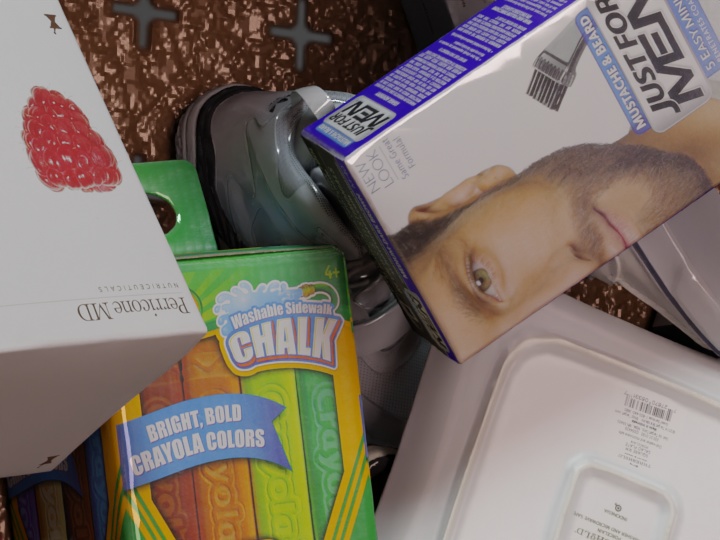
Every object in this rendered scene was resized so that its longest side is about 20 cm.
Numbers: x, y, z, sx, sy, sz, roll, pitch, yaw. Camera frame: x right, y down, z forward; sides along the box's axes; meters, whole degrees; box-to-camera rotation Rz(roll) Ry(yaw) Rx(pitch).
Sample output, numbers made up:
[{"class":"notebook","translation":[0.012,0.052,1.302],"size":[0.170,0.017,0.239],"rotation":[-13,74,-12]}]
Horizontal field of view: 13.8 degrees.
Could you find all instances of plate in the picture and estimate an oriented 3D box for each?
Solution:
[{"class":"plate","translation":[0.107,0.116,1.320],"size":[0.199,0.032,0.201],"rotation":[22,74,-10]}]

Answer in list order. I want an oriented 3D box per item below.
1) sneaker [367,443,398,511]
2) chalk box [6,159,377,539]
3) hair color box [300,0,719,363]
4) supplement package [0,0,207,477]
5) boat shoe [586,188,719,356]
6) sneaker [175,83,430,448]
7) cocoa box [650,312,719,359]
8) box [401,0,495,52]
[{"class":"sneaker","translation":[0.049,0.137,1.377],"size":[0.199,0.088,0.076],"rotation":[25,72,-28]},{"class":"chalk box","translation":[-0.080,0.052,1.285],"size":[0.124,0.124,0.201],"rotation":[-7,89,-31]},{"class":"hair color box","translation":[0.088,-0.064,1.264],"size":[0.199,0.065,0.110],"rotation":[-34,113,-8]},{"class":"supplement package","translation":[-0.172,-0.028,1.182],"size":[0.121,0.120,0.201],"rotation":[-5,62,-48]},{"class":"boat shoe","translation":[0.110,-0.030,1.355],"size":[0.200,0.066,0.072],"rotation":[46,35,-13]},{"class":"sneaker","translation":[0.000,0.000,1.343],"size":[0.075,0.115,0.201],"rotation":[-39,105,-27]},{"class":"cocoa box","translation":[0.243,0.094,1.469],"size":[0.199,0.133,0.132],"rotation":[28,74,-25]},{"class":"box","translation":[0.091,-0.211,1.462],"size":[0.199,0.041,0.157],"rotation":[-22,97,-32]}]
